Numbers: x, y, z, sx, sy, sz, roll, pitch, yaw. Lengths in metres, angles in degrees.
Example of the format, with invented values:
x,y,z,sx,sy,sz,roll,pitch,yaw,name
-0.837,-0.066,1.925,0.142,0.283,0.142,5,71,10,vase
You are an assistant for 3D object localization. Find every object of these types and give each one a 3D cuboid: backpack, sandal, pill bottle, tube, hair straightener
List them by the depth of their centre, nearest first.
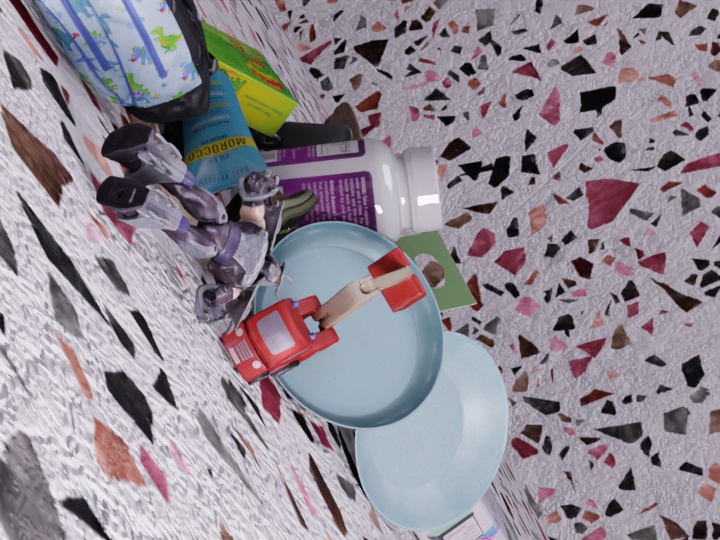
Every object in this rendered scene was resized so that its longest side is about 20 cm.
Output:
x,y,z,sx,sy,sz,roll,pitch,yaw,name
-0.207,-0.236,1.226,0.200,0.153,0.164,90,-17,-55,backpack
-0.091,-0.047,1.284,0.057,0.080,0.201,47,14,3,sandal
-0.128,-0.117,1.320,0.200,0.077,0.051,-110,176,-57,tube
-0.023,-0.069,1.457,0.112,0.199,0.113,-6,90,-90,pill bottle
-0.102,-0.151,1.563,0.077,0.199,0.041,58,47,-70,hair straightener

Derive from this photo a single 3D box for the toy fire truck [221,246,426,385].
x,y,z,sx,sy,sz,roll,pitch,yaw,name
-0.026,0.036,1.260,0.049,0.141,0.200,60,12,6,toy fire truck

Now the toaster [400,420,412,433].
x,y,z,sx,sy,sz,roll,pitch,yaw,name
0.000,0.074,1.561,0.129,0.113,0.200,53,17,-30,toaster

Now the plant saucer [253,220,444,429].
x,y,z,sx,sy,sz,roll,pitch,yaw,name
-0.013,0.052,1.374,0.201,0.200,0.027,60,-35,4,plant saucer

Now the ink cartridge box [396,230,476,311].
x,y,z,sx,sy,sz,roll,pitch,yaw,name
0.000,0.000,1.492,0.146,0.199,0.048,-114,-168,-53,ink cartridge box

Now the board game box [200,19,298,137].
x,y,z,sx,sy,sz,roll,pitch,yaw,name
-0.162,-0.207,1.447,0.200,0.048,0.102,22,24,-44,board game box

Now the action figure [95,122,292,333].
x,y,z,sx,sy,sz,roll,pitch,yaw,name
-0.113,-0.029,1.121,0.200,0.069,0.131,37,56,-45,action figure

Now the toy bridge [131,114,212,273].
x,y,z,sx,sy,sz,roll,pitch,yaw,name
-0.168,-0.092,1.315,0.201,0.027,0.067,63,7,16,toy bridge

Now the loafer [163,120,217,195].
x,y,z,sx,sy,sz,roll,pitch,yaw,name
-0.158,-0.122,1.441,0.070,0.068,0.201,22,23,-12,loafer

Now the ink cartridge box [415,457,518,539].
x,y,z,sx,sy,sz,roll,pitch,yaw,name
0.105,0.268,1.648,0.200,0.084,0.145,58,5,-21,ink cartridge box

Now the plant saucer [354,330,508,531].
x,y,z,sx,sy,sz,roll,pitch,yaw,name
0.064,0.158,1.491,0.039,0.201,0.201,8,-43,52,plant saucer

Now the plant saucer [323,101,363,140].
x,y,z,sx,sy,sz,roll,pitch,yaw,name
-0.013,-0.088,1.666,0.200,0.029,0.201,171,-90,-83,plant saucer
